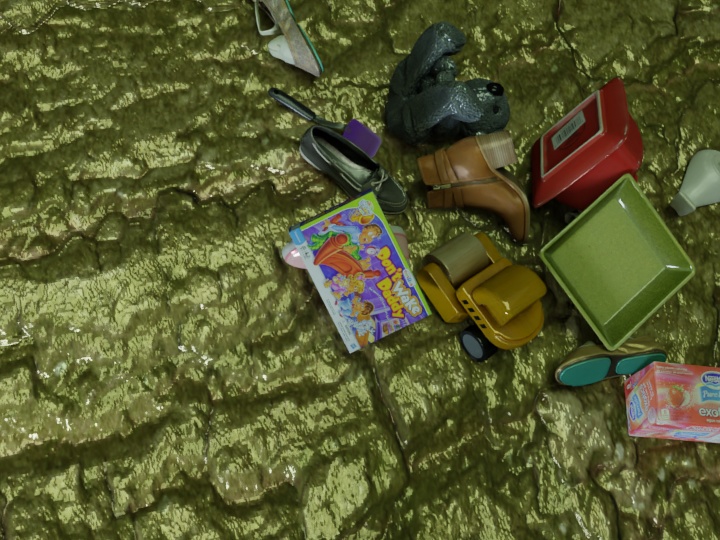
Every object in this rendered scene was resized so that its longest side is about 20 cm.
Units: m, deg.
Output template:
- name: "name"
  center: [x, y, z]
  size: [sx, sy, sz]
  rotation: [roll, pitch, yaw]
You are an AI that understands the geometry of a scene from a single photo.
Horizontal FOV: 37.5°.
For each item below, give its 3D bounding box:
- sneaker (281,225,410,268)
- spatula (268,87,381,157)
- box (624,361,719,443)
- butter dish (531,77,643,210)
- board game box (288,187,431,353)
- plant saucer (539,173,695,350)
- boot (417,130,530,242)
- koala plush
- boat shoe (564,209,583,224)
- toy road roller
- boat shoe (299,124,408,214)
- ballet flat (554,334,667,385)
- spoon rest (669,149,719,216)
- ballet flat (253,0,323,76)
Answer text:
- name: "sneaker"
  center: [-0.013, -0.007, 1.592]
  size: [0.200, 0.075, 0.105]
  rotation: [-5, 64, -22]
- name: "spatula"
  center: [-0.060, -0.242, 1.708]
  size: [0.200, 0.021, 0.057]
  rotation: [27, 58, -3]
- name: "box"
  center: [0.523, 0.207, 1.644]
  size: [0.200, 0.103, 0.095]
  rotation: [6, 66, -12]
- name: "butter dish"
  center: [0.385, -0.176, 1.709]
  size: [0.148, 0.200, 0.200]
  rotation: [36, 36, -20]
- name: "board game box"
  center: [0.000, 0.000, 1.541]
  size: [0.134, 0.045, 0.200]
  rotation: [-26, 101, 3]
- name: "plant saucer"
  center: [0.391, -0.013, 1.647]
  size: [0.200, 0.048, 0.200]
  rotation: [-41, 101, -12]
- name: "boot"
  center: [0.183, -0.117, 1.689]
  size: [0.155, 0.200, 0.077]
  rotation: [-16, 32, 7]
- name: "koala plush"
  center: [0.162, -0.271, 1.728]
  size: [0.200, 0.184, 0.178]
  rotation: [10, 57, -35]
- name: "boat shoe"
  center: [0.371, -0.080, 1.741]
  size: [0.070, 0.071, 0.200]
  rotation: [38, 65, 9]
- name: "toy road roller"
  center: [0.195, 0.026, 1.599]
  size: [0.123, 0.146, 0.200]
  rotation: [-31, 79, -25]
- name: "boat shoe"
  center: [-0.008, -0.158, 1.668]
  size: [0.200, 0.057, 0.067]
  rotation: [34, 63, 0]
- name: "ballet flat"
  center: [0.383, 0.138, 1.665]
  size: [0.200, 0.069, 0.063]
  rotation: [-4, 41, -20]
- name: "spoon rest"
  center: [0.594, -0.148, 1.847]
  size: [0.200, 0.061, 0.099]
  rotation: [-34, 81, -39]
- name: "ballet flat"
  center: [-0.127, -0.389, 1.735]
  size: [0.067, 0.068, 0.200]
  rotation: [-25, 70, -4]
